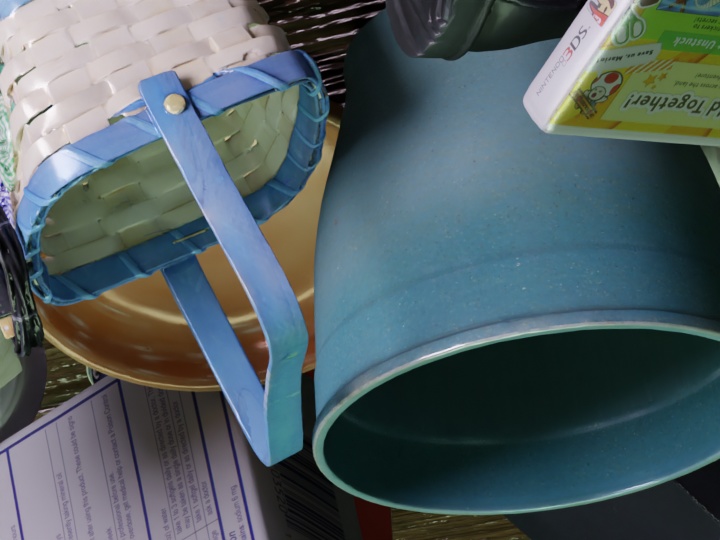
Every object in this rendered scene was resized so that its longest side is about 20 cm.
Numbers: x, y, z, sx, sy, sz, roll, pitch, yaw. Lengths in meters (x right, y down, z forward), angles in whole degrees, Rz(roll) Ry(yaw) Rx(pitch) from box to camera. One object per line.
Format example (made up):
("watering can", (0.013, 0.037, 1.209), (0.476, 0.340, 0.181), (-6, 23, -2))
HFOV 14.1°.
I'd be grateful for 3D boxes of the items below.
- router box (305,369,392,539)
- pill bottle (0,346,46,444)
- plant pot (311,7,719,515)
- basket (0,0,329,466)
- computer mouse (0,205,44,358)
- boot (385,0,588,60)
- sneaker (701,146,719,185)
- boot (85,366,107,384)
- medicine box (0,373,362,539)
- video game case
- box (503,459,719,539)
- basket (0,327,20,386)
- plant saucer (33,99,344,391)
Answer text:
("router box", (-0.030, 0.118, 1.649), (0.049, 0.181, 0.200), (2, 159, -13))
("pill bottle", (-0.257, 0.036, 1.494), (0.112, 0.114, 0.200), (-15, 157, 31))
("plant pot", (0.069, -0.019, 1.260), (0.199, 0.189, 0.200), (-5, 155, -3))
("basket", (-0.074, -0.028, 1.194), (0.139, 0.201, 0.177), (-28, 162, -14))
("computer mouse", (-0.176, -0.055, 1.164), (0.034, 0.201, 0.059), (-24, -173, -17))
("boot", (0.115, -0.149, 1.094), (0.167, 0.077, 0.200), (-5, 150, -24))
("sneaker", (0.210, -0.006, 1.436), (0.200, 0.075, 0.088), (45, 144, -20))
("boot", (-0.124, 0.075, 1.649), (0.072, 0.091, 0.200), (-3, 160, 2))
("medicine box", (-0.106, 0.156, 1.491), (0.199, 0.183, 0.103), (-32, 139, 21))
("video game case", (0.179, -0.119, 1.094), (0.199, 0.023, 0.182), (1, 134, -42))
("box", (0.146, 0.086, 1.559), (0.182, 0.104, 0.200), (43, 157, 5))
("basket", (-0.243, -0.016, 1.262), (0.139, 0.200, 0.176), (-36, 166, -12))
("plant saucer", (-0.071, -0.022, 1.384), (0.199, 0.038, 0.201), (-4, 135, -4))
